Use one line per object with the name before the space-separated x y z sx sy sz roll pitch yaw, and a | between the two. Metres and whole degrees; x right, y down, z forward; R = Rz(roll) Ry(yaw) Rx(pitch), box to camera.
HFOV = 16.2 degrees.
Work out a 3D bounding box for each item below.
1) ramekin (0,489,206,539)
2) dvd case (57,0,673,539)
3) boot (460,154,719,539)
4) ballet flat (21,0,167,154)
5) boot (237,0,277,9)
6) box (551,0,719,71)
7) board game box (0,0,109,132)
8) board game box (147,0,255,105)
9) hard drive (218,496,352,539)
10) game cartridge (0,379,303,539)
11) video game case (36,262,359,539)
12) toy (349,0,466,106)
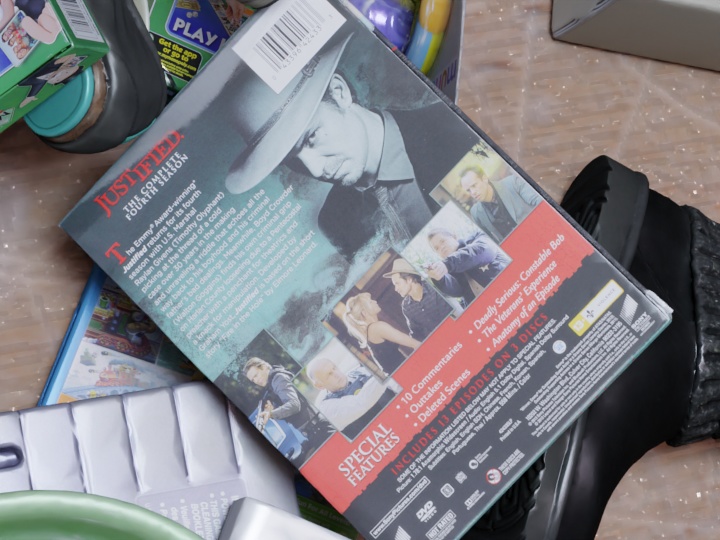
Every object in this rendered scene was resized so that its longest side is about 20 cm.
ramekin | -0.117 0.179 0.866 0.200 0.098 0.200 4 79 -18
dvd case | 0.000 0.000 0.975 0.200 0.022 0.146 44 97 9
boot | 0.141 0.066 1.075 0.158 0.079 0.211 25 71 -14
ballet flat | -0.127 -0.136 0.978 0.068 0.068 0.200 -6 74 -54
boot | -0.090 -0.205 0.974 0.154 0.073 0.204 20 50 -38
box | 0.192 -0.127 1.135 0.200 0.082 0.069 10 76 -20
board game box | -0.193 -0.130 0.954 0.200 0.134 0.029 62 23 14
board game box | -0.121 -0.159 1.046 0.200 0.029 0.135 23 72 -14
hard drive | -0.022 0.204 0.961 0.132 0.026 0.200 25 73 -14
game cartridge | -0.077 0.146 0.984 0.129 0.038 0.200 -7 82 -25
video game case | -0.067 0.086 1.027 0.143 0.018 0.200 25 72 -13
toy | 0.011 -0.140 1.053 0.047 0.115 0.200 9 76 -12
